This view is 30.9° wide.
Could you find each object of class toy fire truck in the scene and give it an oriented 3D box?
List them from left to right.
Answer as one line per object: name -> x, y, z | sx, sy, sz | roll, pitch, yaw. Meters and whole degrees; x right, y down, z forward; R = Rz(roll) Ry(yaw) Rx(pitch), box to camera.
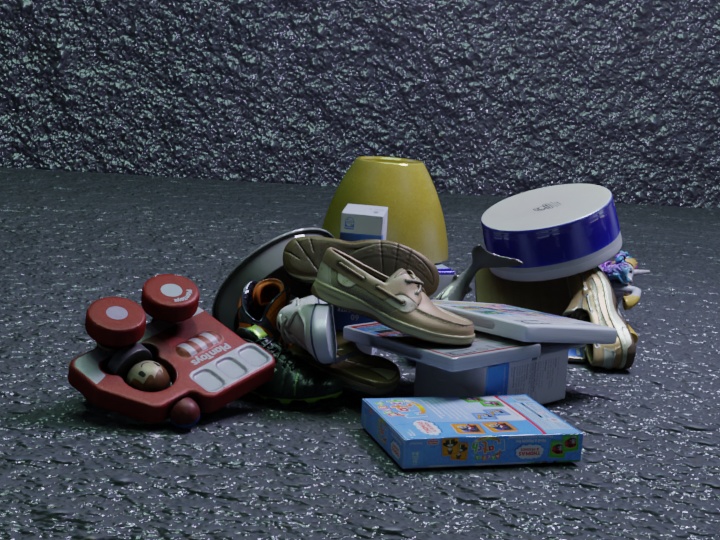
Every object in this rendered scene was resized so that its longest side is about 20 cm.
toy fire truck -> -0.213, 0.104, 1.451 | 0.167, 0.113, 0.199 | 31, 36, 27

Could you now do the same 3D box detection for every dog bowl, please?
dog bowl -> 0.279, -0.058, 1.916 | 0.198, 0.079, 0.200 | -13, 18, 4

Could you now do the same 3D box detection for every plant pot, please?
plant pot -> 0.038, -0.095, 1.954 | 0.198, 0.143, 0.200 | 4, 9, -1

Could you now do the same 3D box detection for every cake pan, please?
cake pan -> -0.107, 0.026, 1.766 | 0.199, 0.201, 0.037 | -7, 50, -46

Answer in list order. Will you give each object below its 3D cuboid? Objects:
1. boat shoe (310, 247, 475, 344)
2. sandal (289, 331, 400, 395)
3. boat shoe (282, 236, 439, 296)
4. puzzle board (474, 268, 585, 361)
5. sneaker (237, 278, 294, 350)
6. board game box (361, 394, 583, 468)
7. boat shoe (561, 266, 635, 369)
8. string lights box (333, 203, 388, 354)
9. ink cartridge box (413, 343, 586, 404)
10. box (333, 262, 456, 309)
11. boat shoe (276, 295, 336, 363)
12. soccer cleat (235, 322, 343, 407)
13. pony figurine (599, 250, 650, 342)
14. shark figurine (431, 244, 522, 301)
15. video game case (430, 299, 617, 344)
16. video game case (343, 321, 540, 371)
boat shoe -> 0.043, 0.031, 1.502 | 0.199, 0.065, 0.071 | 20, 7, 5
sandal -> -0.022, 0.122, 1.574 | 0.080, 0.054, 0.200 | -17, 23, -31
boat shoe -> 0.000, 0.000, 1.648 | 0.198, 0.074, 0.065 | 12, -19, -1
puzzle board -> 0.241, 0.062, 1.883 | 0.149, 0.017, 0.201 | 5, 38, -1
sneaker -> -0.102, 0.064, 1.695 | 0.077, 0.113, 0.200 | 7, 11, 16
board game box -> 0.116, 0.170, 1.401 | 0.198, 0.037, 0.151 | 1, 10, -17
boat shoe -> 0.318, 0.058, 1.830 | 0.075, 0.072, 0.201 | -4, 39, -12
string lights box -> 0.000, 0.018, 1.736 | 0.058, 0.202, 0.103 | 5, 9, 4
ink cartridge box -> 0.175, 0.123, 1.597 | 0.199, 0.067, 0.115 | -7, 14, -44
box -> 0.026, 0.032, 1.943 | 0.182, 0.106, 0.200 | 0, 11, -18
boat shoe -> -0.066, 0.066, 1.554 | 0.069, 0.072, 0.200 | -7, 13, -1
soccer cleat -> -0.111, 0.109, 1.532 | 0.199, 0.082, 0.067 | 9, 11, 27
pony figurine -> 0.351, 0.029, 2.024 | 0.191, 0.168, 0.200 | 7, 31, 11
shark figurine -> 0.133, 0.066, 1.818 | 0.089, 0.215, 0.128 | 40, -24, -2
video game case -> 0.192, 0.064, 1.624 | 0.181, 0.024, 0.199 | 12, 5, 43
video game case -> 0.094, 0.084, 1.547 | 0.142, 0.018, 0.199 | -6, 12, -38
